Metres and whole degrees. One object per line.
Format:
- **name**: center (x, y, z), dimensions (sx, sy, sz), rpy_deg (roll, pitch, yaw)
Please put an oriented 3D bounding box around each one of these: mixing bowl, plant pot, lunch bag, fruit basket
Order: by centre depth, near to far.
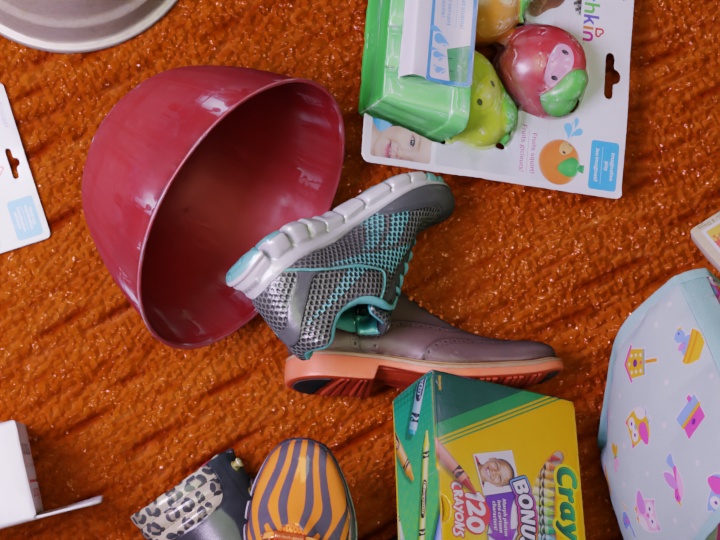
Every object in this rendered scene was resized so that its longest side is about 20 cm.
- **lunch bag**: center (0.234, 0.118, 1.242), dimensions (0.121, 0.201, 0.171), rpy_deg (-7, 52, -9)
- **plant pot**: center (-0.199, -0.264, 1.261), dimensions (0.199, 0.183, 0.202), rpy_deg (1, 84, -6)
- **mixing bowl**: center (-0.113, -0.061, 1.266), dimensions (0.108, 0.200, 0.201), rpy_deg (33, 80, 27)
- **fruit basket**: center (0.102, -0.155, 1.332), dimensions (0.198, 0.094, 0.187), rpy_deg (7, 82, -10)

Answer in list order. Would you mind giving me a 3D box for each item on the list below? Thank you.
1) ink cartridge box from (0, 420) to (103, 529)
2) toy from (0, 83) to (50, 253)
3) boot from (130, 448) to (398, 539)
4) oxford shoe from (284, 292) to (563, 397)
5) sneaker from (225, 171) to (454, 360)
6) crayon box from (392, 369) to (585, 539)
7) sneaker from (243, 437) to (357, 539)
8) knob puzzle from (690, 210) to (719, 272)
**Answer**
- **ink cartridge box**: center (-0.274, 0.145, 1.247), dimensions (0.198, 0.115, 0.068), rpy_deg (-13, 86, -8)
- **toy**: center (-0.325, -0.049, 1.294), dimensions (0.198, 0.047, 0.116), rpy_deg (-18, 89, -8)
- **boot**: center (-0.042, 0.180, 1.294), dimensions (0.203, 0.073, 0.154), rpy_deg (-33, 86, -10)
- **oxford shoe**: center (0.046, 0.048, 1.319), dimensions (0.198, 0.071, 0.073), rpy_deg (3, 71, -12)
- **sneaker**: center (0.000, 0.000, 1.285), dimensions (0.199, 0.078, 0.092), rpy_deg (-28, 83, -39)
- **crayon box**: center (0.088, 0.177, 1.262), dimensions (0.118, 0.058, 0.202), rpy_deg (13, 59, -27)
- **sneaker**: center (-0.043, 0.206, 1.199), dimensions (0.077, 0.112, 0.202), rpy_deg (4, 83, 1)
- **knob puzzle**: center (0.357, -0.015, 1.321), dimensions (0.218, 0.031, 0.221), rpy_deg (-8, 52, 10)
